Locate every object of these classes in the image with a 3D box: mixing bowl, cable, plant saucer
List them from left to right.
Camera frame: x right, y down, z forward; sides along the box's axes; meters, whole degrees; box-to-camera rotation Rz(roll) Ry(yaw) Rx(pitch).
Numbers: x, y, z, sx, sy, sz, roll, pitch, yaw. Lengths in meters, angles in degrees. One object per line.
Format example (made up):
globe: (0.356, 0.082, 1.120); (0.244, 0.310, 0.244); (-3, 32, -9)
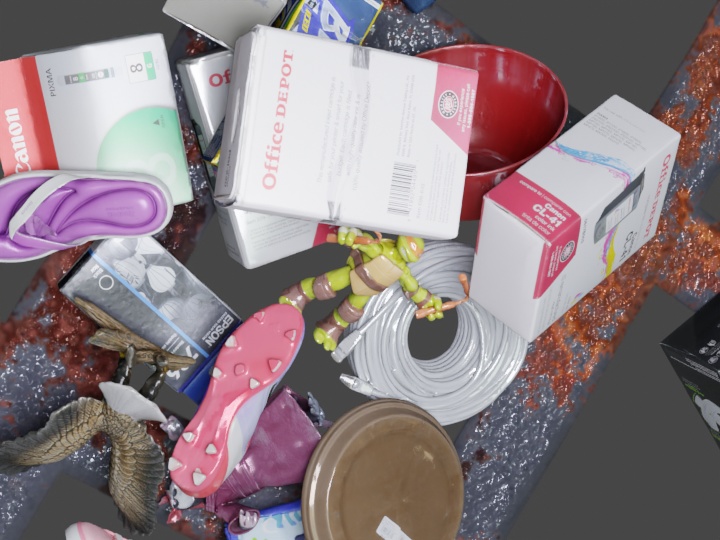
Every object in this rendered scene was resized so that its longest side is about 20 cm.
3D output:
plant saucer: (0.031, 0.231, 1.183); (0.198, 0.029, 0.203); (2, 87, -34)
cable: (0.079, 0.067, 1.250); (0.199, 0.069, 0.201); (37, 88, -23)
mixing bowl: (0.107, -0.122, 1.172); (0.198, 0.201, 0.109); (-23, 137, -14)

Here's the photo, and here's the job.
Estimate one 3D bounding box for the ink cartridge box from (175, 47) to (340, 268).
ink cartridge box: (-0.080, -0.123, 1.136); (0.146, 0.086, 0.202); (-18, 105, -15)

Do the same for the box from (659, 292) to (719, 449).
box: (0.477, 0.132, 1.374); (0.148, 0.124, 0.201); (-37, 111, -8)

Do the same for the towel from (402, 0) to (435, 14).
towel: (0.036, -0.361, 1.156); (0.112, 0.048, 0.200); (-43, 112, -6)

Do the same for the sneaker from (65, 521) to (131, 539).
sneaker: (-0.206, 0.301, 1.191); (0.104, 0.075, 0.201); (-38, 118, -4)

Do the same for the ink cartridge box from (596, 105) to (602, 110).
ink cartridge box: (0.202, -0.075, 1.217); (0.163, 0.057, 0.200); (-50, 147, -4)

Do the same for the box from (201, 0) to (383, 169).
box: (-0.062, -0.168, 1.046); (0.070, 0.064, 0.201); (29, 90, -20)

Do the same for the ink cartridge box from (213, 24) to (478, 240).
ink cartridge box: (-0.014, -0.111, 0.988); (0.198, 0.085, 0.148); (8, 90, -21)

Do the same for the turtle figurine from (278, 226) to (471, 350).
turtle figurine: (0.000, 0.000, 1.125); (0.161, 0.065, 0.199); (-34, 134, 23)

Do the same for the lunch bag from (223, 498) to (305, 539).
lunch bag: (-0.044, 0.338, 1.238); (0.168, 0.127, 0.203); (-13, 94, -17)

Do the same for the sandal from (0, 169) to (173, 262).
sandal: (-0.274, -0.052, 1.076); (0.200, 0.050, 0.083); (-11, 107, 1)

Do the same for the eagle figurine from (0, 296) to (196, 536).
eagle figurine: (-0.240, 0.153, 1.114); (0.150, 0.151, 0.201); (20, 102, -56)

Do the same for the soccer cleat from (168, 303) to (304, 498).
soccer cleat: (-0.114, 0.123, 1.114); (0.066, 0.077, 0.201); (26, 79, 16)

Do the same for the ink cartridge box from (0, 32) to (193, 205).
ink cartridge box: (-0.268, -0.126, 1.098); (0.198, 0.050, 0.163); (-14, 105, -19)

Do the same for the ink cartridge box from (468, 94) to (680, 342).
ink cartridge box: (0.201, -0.050, 1.109); (0.199, 0.085, 0.148); (-36, 148, -26)

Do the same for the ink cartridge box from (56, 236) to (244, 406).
ink cartridge box: (-0.194, 0.044, 1.164); (0.200, 0.039, 0.100); (43, 84, -22)

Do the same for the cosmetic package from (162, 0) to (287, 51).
cosmetic package: (-0.096, -0.311, 1.046); (0.087, 0.103, 0.202); (25, 60, -21)

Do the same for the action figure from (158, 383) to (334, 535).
action figure: (-0.119, 0.195, 1.207); (0.198, 0.149, 0.135); (-28, 79, 7)
